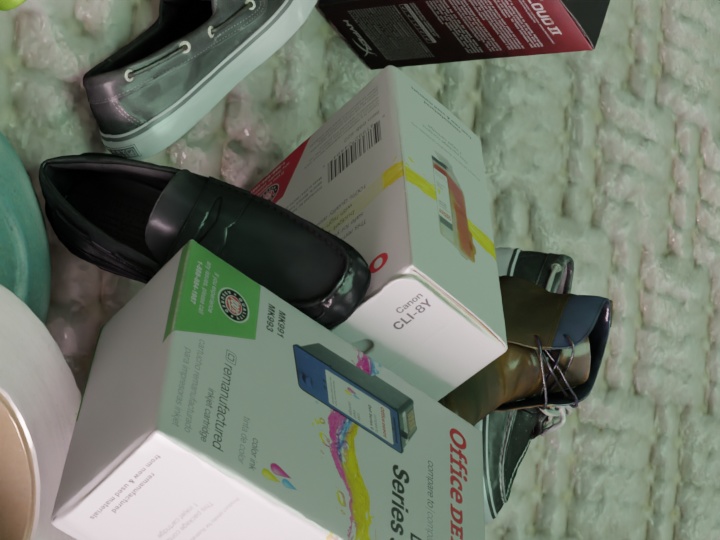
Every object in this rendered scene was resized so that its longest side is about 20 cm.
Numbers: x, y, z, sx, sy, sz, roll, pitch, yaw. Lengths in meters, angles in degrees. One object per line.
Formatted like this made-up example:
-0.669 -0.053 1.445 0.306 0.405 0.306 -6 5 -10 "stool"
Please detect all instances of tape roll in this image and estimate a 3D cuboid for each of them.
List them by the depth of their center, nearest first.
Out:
-0.206 0.102 0.831 0.202 0.071 0.203 26 60 -58 "tape roll"

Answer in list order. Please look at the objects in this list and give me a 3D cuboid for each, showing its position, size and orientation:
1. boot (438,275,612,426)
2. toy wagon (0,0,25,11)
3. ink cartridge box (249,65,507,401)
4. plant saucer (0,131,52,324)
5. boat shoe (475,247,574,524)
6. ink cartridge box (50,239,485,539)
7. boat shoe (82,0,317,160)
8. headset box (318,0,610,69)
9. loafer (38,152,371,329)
0.094 0.051 1.088 0.200 0.096 0.075 -62 151 -63 "boot"
-0.245 -0.152 0.901 0.155 0.039 0.200 49 53 -34 "toy wagon"
0.000 0.000 1.052 0.083 0.145 0.200 38 28 -26 "ink cartridge box"
-0.222 0.000 0.931 0.201 0.039 0.202 4 85 -51 "plant saucer"
0.107 0.075 1.204 0.074 0.068 0.200 74 24 -51 "boat shoe"
-0.037 0.101 0.900 0.200 0.087 0.146 36 31 -22 "ink cartridge box"
-0.095 -0.148 1.079 0.200 0.070 0.066 -48 127 -32 "boat shoe"
0.090 -0.218 1.202 0.077 0.199 0.149 45 57 -42 "headset box"
-0.089 -0.017 0.970 0.068 0.200 0.070 -63 150 -19 "loafer"
